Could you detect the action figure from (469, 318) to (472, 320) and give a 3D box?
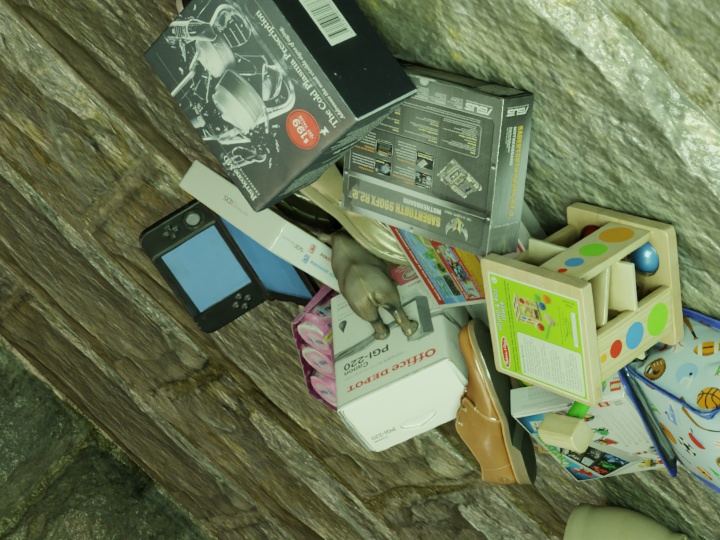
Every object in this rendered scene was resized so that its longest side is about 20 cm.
[{"bbox_3d":[0.095,0.124,1.979,0.193,0.105,0.200,39,157,31],"label":"action figure"}]

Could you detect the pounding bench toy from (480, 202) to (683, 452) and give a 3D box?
[{"bbox_3d":[0.224,0.057,1.533,0.124,0.156,0.200,18,128,44],"label":"pounding bench toy"}]

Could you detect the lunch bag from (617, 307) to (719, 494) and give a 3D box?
[{"bbox_3d":[0.342,0.132,1.588,0.200,0.124,0.170,35,162,55],"label":"lunch bag"}]

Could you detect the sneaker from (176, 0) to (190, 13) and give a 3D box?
[{"bbox_3d":[-0.093,-0.243,1.665,0.200,0.073,0.112,41,155,-21],"label":"sneaker"}]

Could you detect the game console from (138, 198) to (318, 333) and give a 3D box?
[{"bbox_3d":[-0.175,0.002,2.171,0.200,0.176,0.116,59,180,-35],"label":"game console"}]

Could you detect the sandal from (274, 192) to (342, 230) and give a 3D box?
[{"bbox_3d":[-0.037,-0.088,1.876,0.200,0.055,0.082,16,155,19],"label":"sandal"}]

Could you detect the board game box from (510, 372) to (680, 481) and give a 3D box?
[{"bbox_3d":[0.258,0.171,1.722,0.126,0.035,0.200,-13,147,23],"label":"board game box"}]

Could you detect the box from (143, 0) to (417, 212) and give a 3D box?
[{"bbox_3d":[-0.080,-0.192,1.548,0.200,0.104,0.182,54,134,4],"label":"box"}]

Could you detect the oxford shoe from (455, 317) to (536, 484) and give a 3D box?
[{"bbox_3d":[0.129,0.145,1.692,0.071,0.071,0.200,-9,111,20],"label":"oxford shoe"}]

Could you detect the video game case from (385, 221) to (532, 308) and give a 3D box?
[{"bbox_3d":[0.106,-0.029,1.652,0.200,0.017,0.143,-10,117,57],"label":"video game case"}]

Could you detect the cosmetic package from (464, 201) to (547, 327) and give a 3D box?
[{"bbox_3d":[0.150,-0.005,1.719,0.151,0.052,0.200,5,138,50],"label":"cosmetic package"}]

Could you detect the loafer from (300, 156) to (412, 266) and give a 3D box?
[{"bbox_3d":[0.008,-0.078,1.772,0.200,0.076,0.067,34,119,2],"label":"loafer"}]

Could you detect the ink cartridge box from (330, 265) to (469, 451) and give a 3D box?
[{"bbox_3d":[0.048,0.090,1.803,0.085,0.146,0.200,52,-160,-35],"label":"ink cartridge box"}]

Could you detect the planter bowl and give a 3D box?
[{"bbox_3d":[0.344,0.389,1.980,0.135,0.200,0.200,-5,135,24],"label":"planter bowl"}]

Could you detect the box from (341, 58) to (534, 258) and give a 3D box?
[{"bbox_3d":[0.071,-0.114,1.553,0.200,0.048,0.158,20,115,40],"label":"box"}]

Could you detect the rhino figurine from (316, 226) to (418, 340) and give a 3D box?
[{"bbox_3d":[0.000,0.000,1.797,0.087,0.060,0.200,52,-175,-35],"label":"rhino figurine"}]

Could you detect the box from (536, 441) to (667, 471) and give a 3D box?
[{"bbox_3d":[0.271,0.158,1.795,0.163,0.021,0.200,7,144,18],"label":"box"}]

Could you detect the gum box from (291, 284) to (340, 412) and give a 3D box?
[{"bbox_3d":[-0.021,0.088,2.076,0.066,0.114,0.200,31,155,23],"label":"gum box"}]

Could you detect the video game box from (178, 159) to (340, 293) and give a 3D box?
[{"bbox_3d":[-0.101,-0.047,1.928,0.200,0.047,0.182,34,-177,42],"label":"video game box"}]

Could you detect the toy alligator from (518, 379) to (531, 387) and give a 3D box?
[{"bbox_3d":[0.193,0.095,1.699,0.054,0.059,0.200,68,154,21],"label":"toy alligator"}]
